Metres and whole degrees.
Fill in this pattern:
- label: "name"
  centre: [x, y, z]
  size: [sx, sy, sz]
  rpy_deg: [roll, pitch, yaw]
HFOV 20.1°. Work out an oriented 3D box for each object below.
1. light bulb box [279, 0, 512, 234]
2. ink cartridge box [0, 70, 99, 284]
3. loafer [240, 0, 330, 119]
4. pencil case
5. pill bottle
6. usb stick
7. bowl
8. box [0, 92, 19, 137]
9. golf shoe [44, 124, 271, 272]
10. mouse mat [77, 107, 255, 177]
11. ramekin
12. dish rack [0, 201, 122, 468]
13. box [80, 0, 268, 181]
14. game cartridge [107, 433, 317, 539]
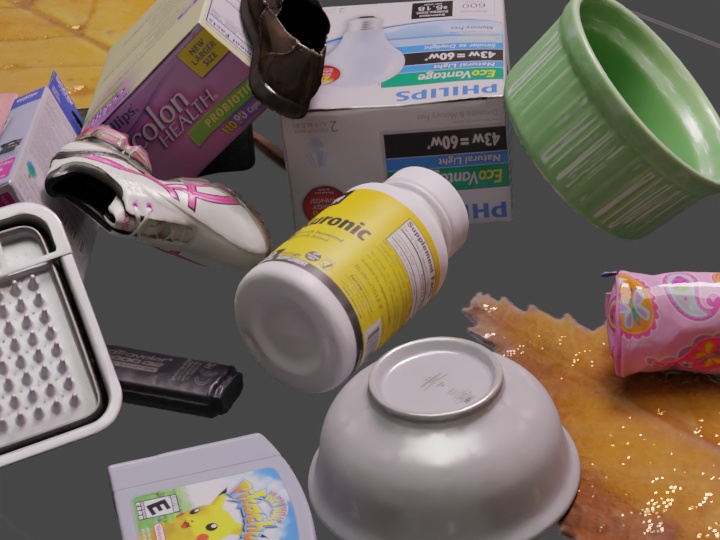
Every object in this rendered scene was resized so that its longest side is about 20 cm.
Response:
- label: "light bulb box"
  centre: [0.036, -0.139, 1.795]
  size: [0.196, 0.126, 0.201]
  rpy_deg: [-4, 32, 5]
- label: "ink cartridge box"
  centre: [-0.268, -0.075, 1.751]
  size: [0.042, 0.120, 0.201]
  rpy_deg: [-19, 30, 17]
- label: "loafer"
  centre: [-0.052, -0.206, 1.716]
  size: [0.073, 0.071, 0.201]
  rpy_deg: [25, 32, -25]
- label: "pencil case"
  centre: [0.281, 0.037, 1.519]
  size: [0.198, 0.088, 0.088]
  rpy_deg: [-2, 33, 9]
- label: "pill bottle"
  centre: [0.000, 0.000, 1.599]
  size: [0.111, 0.112, 0.200]
  rpy_deg: [16, 38, 31]
- label: "usb stick"
  centre: [-0.188, 0.080, 1.581]
  size: [0.198, 0.033, 0.055]
  rpy_deg: [8, 28, 21]
- label: "bowl"
  centre: [0.055, 0.110, 1.439]
  size: [0.199, 0.091, 0.202]
  rpy_deg: [-5, 33, 3]
- label: "box"
  centre: [-0.397, -0.077, 1.788]
  size: [0.198, 0.110, 0.128]
  rpy_deg: [-3, 33, 5]
- label: "golf shoe"
  centre: [-0.172, -0.044, 1.701]
  size: [0.199, 0.073, 0.092]
  rpy_deg: [26, 35, 9]
- label: "mouse mat"
  centre: [-0.200, -0.123, 1.921]
  size: [0.198, 0.008, 0.161]
  rpy_deg: [-8, 33, -1]
- label: "ramekin"
  centre: [0.210, -0.122, 1.678]
  size: [0.098, 0.200, 0.201]
  rpy_deg: [-39, 22, 26]
- label: "dish rack"
  centre: [-0.285, 0.059, 1.546]
  size: [0.170, 0.044, 0.201]
  rpy_deg: [-18, 68, -14]
- label: "box"
  centre: [-0.152, -0.179, 1.822]
  size: [0.176, 0.097, 0.201]
  rpy_deg: [-42, 21, 25]
- label: "game cartridge"
  centre: [-0.098, 0.186, 1.400]
  size: [0.132, 0.041, 0.200]
  rpy_deg: [-9, 33, -11]
